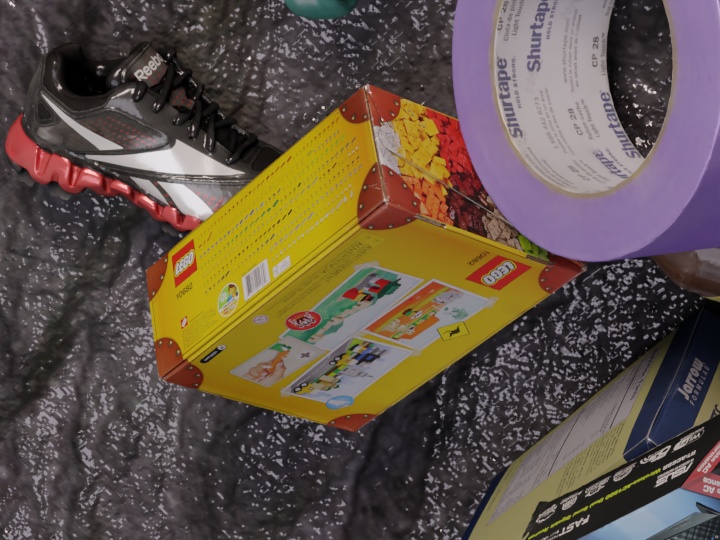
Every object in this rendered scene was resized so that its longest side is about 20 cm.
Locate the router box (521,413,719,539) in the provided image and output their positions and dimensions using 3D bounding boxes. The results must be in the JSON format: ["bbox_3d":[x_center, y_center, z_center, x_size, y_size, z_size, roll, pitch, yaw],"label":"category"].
[{"bbox_3d":[0.198,0.180,1.164,0.150,0.062,0.200,-33,104,36],"label":"router box"}]

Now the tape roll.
[{"bbox_3d":[0.140,-0.107,1.144,0.200,0.085,0.201,9,102,51],"label":"tape roll"}]

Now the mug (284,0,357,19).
[{"bbox_3d":[-0.030,-0.230,1.175,0.152,0.114,0.185,-35,102,28],"label":"mug"}]

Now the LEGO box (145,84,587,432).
[{"bbox_3d":[0.000,0.000,1.250,0.149,0.077,0.200,18,138,-38],"label":"LEGO box"}]

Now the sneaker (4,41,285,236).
[{"bbox_3d":[-0.107,-0.076,1.301,0.200,0.071,0.098,18,122,8],"label":"sneaker"}]

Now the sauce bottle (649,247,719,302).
[{"bbox_3d":[0.216,-0.011,1.246,0.199,0.065,0.065,19,120,9],"label":"sauce bottle"}]

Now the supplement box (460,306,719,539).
[{"bbox_3d":[0.187,0.171,1.289,0.200,0.134,0.200,41,128,-6],"label":"supplement box"}]
